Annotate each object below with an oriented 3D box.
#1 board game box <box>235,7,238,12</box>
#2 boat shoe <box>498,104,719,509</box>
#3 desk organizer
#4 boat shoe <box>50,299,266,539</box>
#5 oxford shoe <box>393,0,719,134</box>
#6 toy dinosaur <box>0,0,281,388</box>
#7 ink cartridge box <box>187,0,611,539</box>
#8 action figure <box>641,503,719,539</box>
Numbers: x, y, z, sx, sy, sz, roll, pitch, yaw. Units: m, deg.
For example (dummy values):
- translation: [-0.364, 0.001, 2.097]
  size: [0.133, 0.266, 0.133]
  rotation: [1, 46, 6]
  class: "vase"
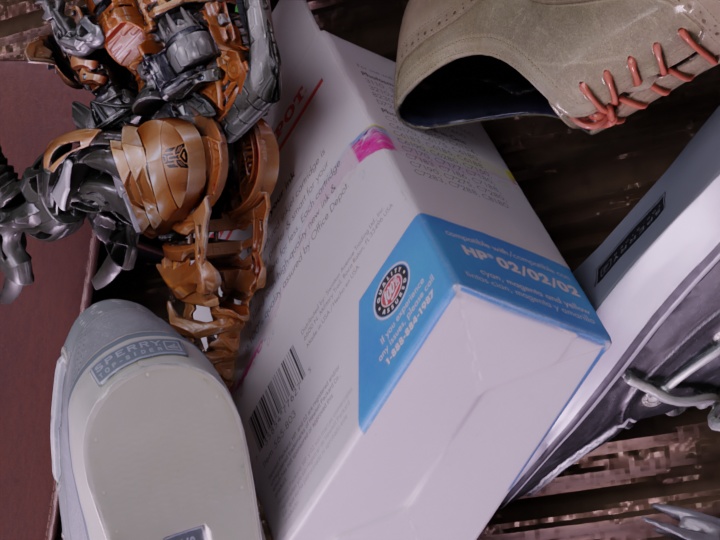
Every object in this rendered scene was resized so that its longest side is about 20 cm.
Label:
- translation: [-0.020, -0.185, 0.792]
  size: [0.200, 0.040, 0.154]
  rotation: [175, 108, -73]
  class: "board game box"
- translation: [0.105, 0.020, 0.731]
  size: [0.068, 0.074, 0.200]
  rotation: [33, 115, -8]
  class: "boat shoe"
- translation: [-0.123, 0.019, 0.862]
  size: [0.076, 0.072, 0.202]
  rotation: [4, 82, 28]
  class: "desk organizer"
- translation: [-0.061, 0.101, 0.714]
  size: [0.072, 0.069, 0.202]
  rotation: [-126, 27, -59]
  class: "boat shoe"
- translation: [0.095, -0.074, 0.681]
  size: [0.199, 0.070, 0.075]
  rotation: [-2, 61, 43]
  class: "oxford shoe"
- translation: [-0.075, -0.040, 0.741]
  size: [0.135, 0.102, 0.202]
  rotation: [-10, 66, 43]
  class: "toy dinosaur"
- translation: [0.000, 0.000, 0.759]
  size: [0.116, 0.067, 0.201]
  rotation: [-57, 33, 23]
  class: "ink cartridge box"
- translation: [0.111, 0.161, 0.701]
  size: [0.130, 0.069, 0.201]
  rotation: [29, 92, 36]
  class: "action figure"
